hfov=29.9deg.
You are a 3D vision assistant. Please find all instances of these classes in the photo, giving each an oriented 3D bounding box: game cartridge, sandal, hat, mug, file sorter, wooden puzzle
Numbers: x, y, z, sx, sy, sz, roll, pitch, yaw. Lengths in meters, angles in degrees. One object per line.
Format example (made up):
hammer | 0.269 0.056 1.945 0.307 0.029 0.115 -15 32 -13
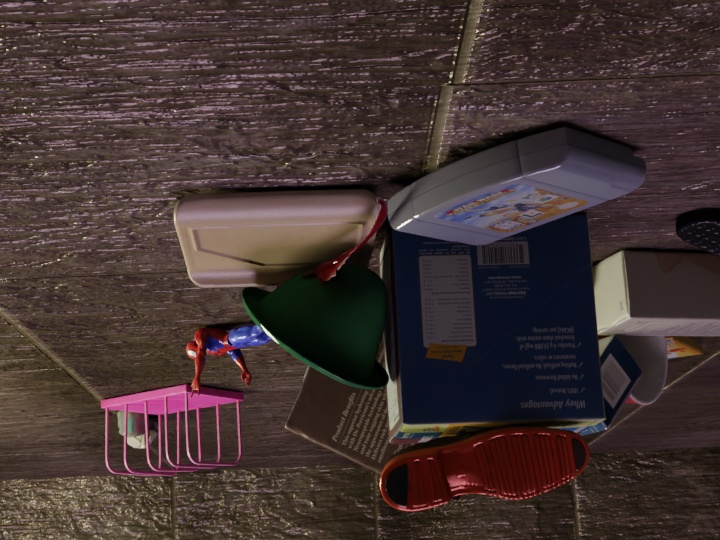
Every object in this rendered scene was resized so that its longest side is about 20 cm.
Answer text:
game cartridge | 0.125 -0.067 1.150 0.133 0.042 0.199 3 162 -46
sandal | 0.404 -0.031 1.376 0.199 0.045 0.075 23 149 -29
hat | 0.000 0.000 1.289 0.165 0.177 0.200 24 -167 -31
mug | 0.259 0.105 1.713 0.199 0.135 0.177 -9 158 42
file sorter | -0.310 0.269 2.228 0.199 0.126 0.139 -13 163 35
wooden puzzle | -0.078 -0.034 1.277 0.183 0.038 0.200 -2 161 -4

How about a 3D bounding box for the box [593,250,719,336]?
box | 0.363 0.028 1.503 0.198 0.078 0.095 2 166 -18

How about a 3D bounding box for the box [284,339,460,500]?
box | 0.047 0.167 1.674 0.199 0.167 0.164 23 177 24

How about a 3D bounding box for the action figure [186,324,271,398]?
action figure | -0.147 0.110 1.702 0.199 0.100 0.065 -10 163 37

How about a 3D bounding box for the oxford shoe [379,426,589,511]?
oxford shoe | 0.117 0.177 1.287 0.198 0.072 0.073 -7 -167 5

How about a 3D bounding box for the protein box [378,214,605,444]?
protein box | 0.125 0.061 1.338 0.197 0.202 0.135 -1 166 -5

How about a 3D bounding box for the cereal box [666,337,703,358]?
cereal box | 0.359 0.102 1.874 0.199 0.040 0.144 -11 163 30

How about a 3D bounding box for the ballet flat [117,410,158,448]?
ballet flat | -0.398 0.287 2.406 0.067 0.064 0.200 -3 166 0

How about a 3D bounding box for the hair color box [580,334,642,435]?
hair color box | 0.218 0.148 1.550 0.200 0.061 0.100 -24 -162 50
